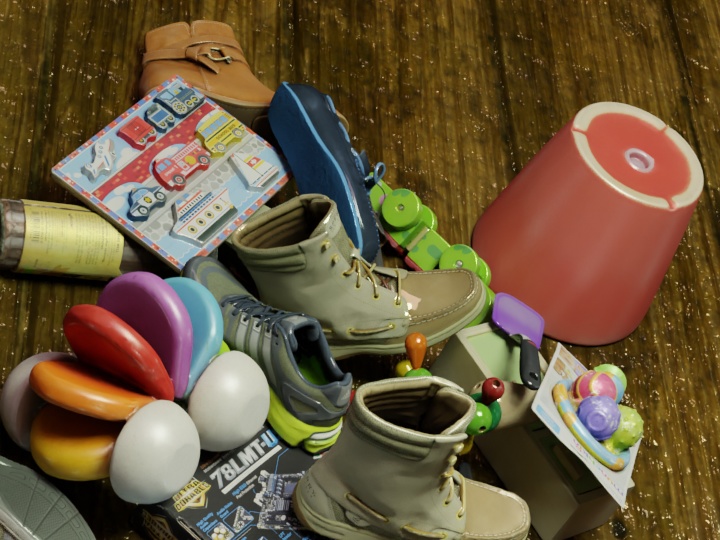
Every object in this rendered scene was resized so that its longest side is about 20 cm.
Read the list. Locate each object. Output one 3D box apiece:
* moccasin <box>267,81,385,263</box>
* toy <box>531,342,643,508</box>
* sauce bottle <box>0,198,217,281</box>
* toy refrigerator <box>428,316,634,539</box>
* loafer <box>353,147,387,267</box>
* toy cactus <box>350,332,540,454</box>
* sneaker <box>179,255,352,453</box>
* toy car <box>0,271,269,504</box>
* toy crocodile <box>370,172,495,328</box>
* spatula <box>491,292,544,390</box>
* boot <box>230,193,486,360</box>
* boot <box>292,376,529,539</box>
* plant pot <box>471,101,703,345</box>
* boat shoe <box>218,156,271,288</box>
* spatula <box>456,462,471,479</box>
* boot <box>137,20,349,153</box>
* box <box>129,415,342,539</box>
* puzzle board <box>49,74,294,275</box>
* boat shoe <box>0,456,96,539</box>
[{"bbox_3d":[-0.017,-0.094,1.743,0.068,0.080,0.200,-2,60,-36],"label":"moccasin"},{"bbox_3d":[0.213,0.121,1.679,0.115,0.047,0.200,47,16,-2],"label":"toy"},{"bbox_3d":[-0.223,-0.022,1.670,0.200,0.065,0.065,7,46,-23],"label":"sauce bottle"},{"bbox_3d":[0.153,0.139,1.721,0.076,0.070,0.200,-12,57,-38],"label":"toy refrigerator"},{"bbox_3d":[-0.011,-0.034,1.807,0.072,0.073,0.200,20,51,-24],"label":"loafer"},{"bbox_3d":[0.078,0.108,1.634,0.165,0.200,0.102,0,82,-27],"label":"toy cactus"},{"bbox_3d":[-0.074,0.054,1.598,0.200,0.081,0.074,46,41,16],"label":"sneaker"},{"bbox_3d":[-0.179,0.076,1.506,0.175,0.150,0.200,20,34,30],"label":"toy car"},{"bbox_3d":[0.064,-0.019,1.839,0.200,0.062,0.068,45,2,18],"label":"toy crocodile"},{"bbox_3d":[0.144,0.065,1.697,0.056,0.021,0.200,34,14,-9],"label":"spatula"},{"bbox_3d":[0.000,0.000,1.649,0.200,0.155,0.072,-12,43,7],"label":"boot"},{"bbox_3d":[0.064,0.156,1.504,0.200,0.155,0.072,11,44,-18],"label":"boot"},{"bbox_3d":[0.233,-0.054,1.876,0.200,0.177,0.201,16,44,-16],"label":"plant pot"},{"bbox_3d":[-0.133,-0.056,1.761,0.201,0.063,0.074,41,65,13],"label":"boat shoe"},{"bbox_3d":[0.093,0.237,1.606,0.021,0.057,0.200,17,40,-20],"label":"spatula"},{"bbox_3d":[-0.118,-0.178,1.873,0.200,0.077,0.155,-4,45,-9],"label":"boot"},{"bbox_3d":[-0.050,0.207,1.555,0.198,0.050,0.200,39,41,13],"label":"box"},{"bbox_3d":[-0.161,-0.091,1.712,0.151,0.017,0.200,36,43,7],"label":"puzzle board"},{"bbox_3d":[-0.286,0.180,1.447,0.202,0.065,0.074,35,22,-3],"label":"boat shoe"}]
